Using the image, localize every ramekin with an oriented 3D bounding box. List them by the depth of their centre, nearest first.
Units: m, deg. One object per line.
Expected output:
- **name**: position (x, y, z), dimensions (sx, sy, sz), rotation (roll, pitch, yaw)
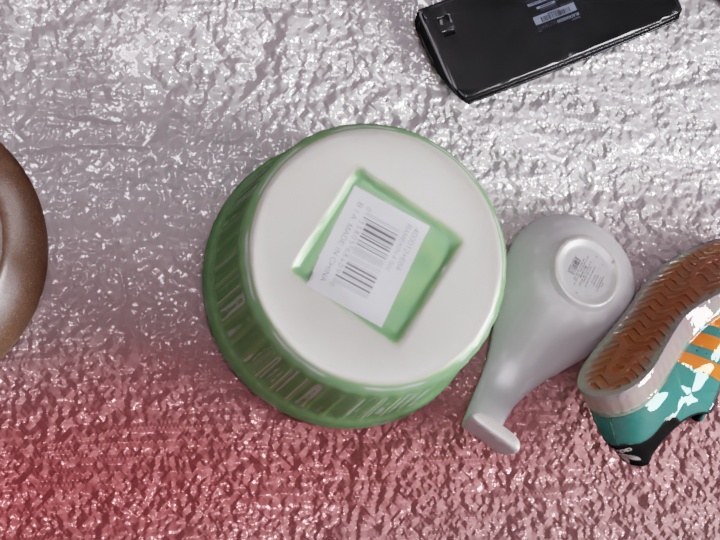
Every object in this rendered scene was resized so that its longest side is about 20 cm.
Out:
- **ramekin**: position (0.000, 0.000, 1.112), dimensions (0.199, 0.098, 0.201), rotation (3, 78, -13)

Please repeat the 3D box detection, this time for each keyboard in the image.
- **keyboard**: position (0.129, -0.208, 1.229), dimensions (0.199, 0.021, 0.128), rotation (-22, 86, -18)

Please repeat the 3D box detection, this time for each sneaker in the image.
- **sneaker**: position (0.227, 0.054, 1.178), dimensions (0.200, 0.071, 0.080), rotation (-41, 124, -29)

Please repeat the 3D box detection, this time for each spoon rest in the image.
- **spoon rest**: position (0.124, 0.044, 1.163), dimensions (0.099, 0.061, 0.200), rotation (37, 60, -5)

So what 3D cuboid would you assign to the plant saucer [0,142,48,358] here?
- **plant saucer**: position (-0.300, -0.017, 1.078), dimensions (0.199, 0.037, 0.202), rotation (3, 78, -14)
